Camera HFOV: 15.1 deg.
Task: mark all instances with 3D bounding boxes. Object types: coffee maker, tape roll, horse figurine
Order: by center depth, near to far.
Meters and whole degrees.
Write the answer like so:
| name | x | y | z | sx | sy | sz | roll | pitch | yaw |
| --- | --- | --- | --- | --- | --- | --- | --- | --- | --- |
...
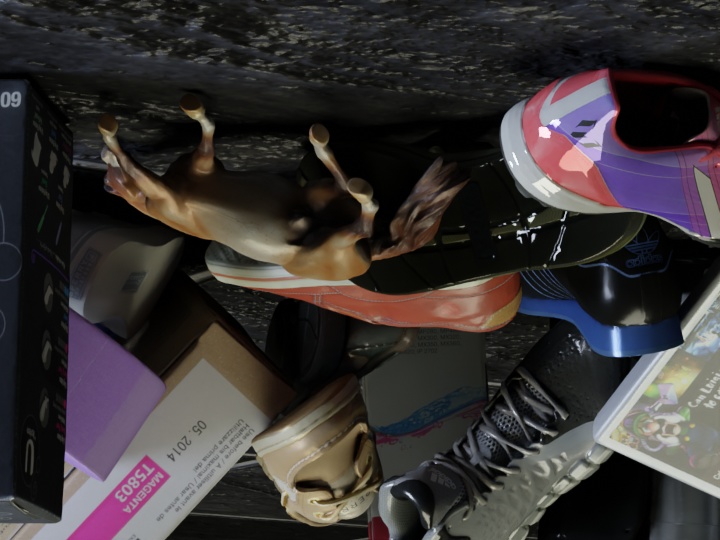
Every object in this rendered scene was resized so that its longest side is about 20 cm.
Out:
| name | x | y | z | sx | sy | sz | roll | pitch | yaw |
| --- | --- | --- | --- | --- | --- | --- | --- | --- | --- |
| horse figurine | -0.046 | -0.037 | 1.343 | 0.200 | 0.050 | 0.133 | 13 | 157 | 10 |
| tape roll | -0.206 | 0.034 | 1.488 | 0.200 | 0.066 | 0.200 | 33 | 171 | 6 |
| coffee maker | 0.154 | 0.091 | 1.650 | 0.192 | 0.200 | 0.135 | 4 | 169 | -5 |

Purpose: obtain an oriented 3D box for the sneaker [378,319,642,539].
| name | x | y | z | sx | sy | sz | roll | pitch | yaw |
| --- | --- | --- | --- | --- | --- | --- | --- | --- | --- |
| sneaker | 0.077 | 0.106 | 1.545 | 0.115 | 0.075 | 0.200 | -7 | 135 | -52 |

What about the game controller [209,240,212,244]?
| name | x | y | z | sx | sy | sz | roll | pitch | yaw |
| --- | --- | --- | --- | --- | --- | --- | --- | --- | --- |
| game controller | -0.015 | 0.001 | 1.615 | 0.104 | 0.042 | 0.200 | -3 | 168 | 17 |

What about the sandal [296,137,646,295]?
| name | x | y | z | sx | sy | sz | roll | pitch | yaw |
| --- | --- | --- | --- | --- | --- | --- | --- | --- | --- |
| sandal | 0.057 | -0.032 | 1.366 | 0.201 | 0.080 | 0.057 | 0 | -164 | 30 |

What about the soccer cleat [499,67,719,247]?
| name | x | y | z | sx | sy | sz | roll | pitch | yaw |
| --- | --- | --- | --- | --- | --- | --- | --- | --- | --- |
| soccer cleat | 0.160 | -0.056 | 1.275 | 0.200 | 0.068 | 0.073 | 8 | 153 | -37 |

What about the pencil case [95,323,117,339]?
| name | x | y | z | sx | sy | sz | roll | pitch | yaw |
| --- | --- | --- | --- | --- | --- | --- | --- | --- | --- |
| pencil case | -0.230 | 0.032 | 1.684 | 0.087 | 0.078 | 0.200 | -27 | -172 | -39 |

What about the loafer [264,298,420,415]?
| name | x | y | z | sx | sy | sz | roll | pitch | yaw |
| --- | --- | --- | --- | --- | --- | --- | --- | --- | --- |
| loafer | -0.014 | 0.049 | 1.618 | 0.063 | 0.072 | 0.200 | 3 | 171 | -11 |

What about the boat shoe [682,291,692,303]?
| name | x | y | z | sx | sy | sz | roll | pitch | yaw |
| --- | --- | --- | --- | --- | --- | --- | --- | --- | --- |
| boat shoe | 0.261 | 0.046 | 1.533 | 0.200 | 0.064 | 0.071 | -1 | 169 | 10 |

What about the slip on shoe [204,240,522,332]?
| name | x | y | z | sx | sy | sz | roll | pitch | yaw |
| --- | --- | --- | --- | --- | --- | --- | --- | --- | --- |
| slip on shoe | 0.000 | 0.000 | 1.460 | 0.200 | 0.074 | 0.061 | 5 | 133 | 34 |

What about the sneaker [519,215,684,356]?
| name | x | y | z | sx | sy | sz | roll | pitch | yaw |
| --- | --- | --- | --- | --- | --- | --- | --- | --- | --- |
| sneaker | 0.125 | -0.012 | 1.501 | 0.070 | 0.078 | 0.200 | -10 | -166 | -18 |

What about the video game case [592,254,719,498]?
| name | x | y | z | sx | sy | sz | roll | pitch | yaw |
| --- | --- | --- | --- | --- | --- | --- | --- | --- | --- |
| video game case | 0.253 | 0.059 | 1.483 | 0.182 | 0.023 | 0.200 | 25 | 127 | -12 |

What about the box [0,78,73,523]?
| name | x | y | z | sx | sy | sz | roll | pitch | yaw |
| --- | --- | --- | --- | --- | --- | --- | --- | --- | --- |
| box | -0.207 | 0.017 | 1.297 | 0.122 | 0.200 | 0.106 | -1 | 169 | 6 |

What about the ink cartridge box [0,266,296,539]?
| name | x | y | z | sx | sy | sz | roll | pitch | yaw |
| --- | --- | --- | --- | --- | --- | --- | --- | --- | --- |
| ink cartridge box | -0.143 | 0.104 | 1.631 | 0.075 | 0.200 | 0.165 | 44 | 180 | -19 |

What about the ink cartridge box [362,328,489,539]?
| name | x | y | z | sx | sy | sz | roll | pitch | yaw |
| --- | --- | --- | --- | --- | --- | --- | --- | --- | --- |
| ink cartridge box | 0.044 | 0.114 | 1.784 | 0.083 | 0.200 | 0.146 | -3 | 169 | 2 |

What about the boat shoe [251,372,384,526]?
| name | x | y | z | sx | sy | sz | roll | pitch | yaw |
| --- | --- | --- | --- | --- | --- | --- | --- | --- | --- |
| boat shoe | -0.017 | 0.110 | 1.564 | 0.074 | 0.069 | 0.200 | -33 | 173 | -6 |

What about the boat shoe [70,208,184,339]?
| name | x | y | z | sx | sy | sz | roll | pitch | yaw |
| --- | --- | --- | --- | --- | --- | --- | --- | --- | --- |
| boat shoe | -0.154 | -0.003 | 1.549 | 0.068 | 0.072 | 0.200 | 30 | -172 | 9 |
